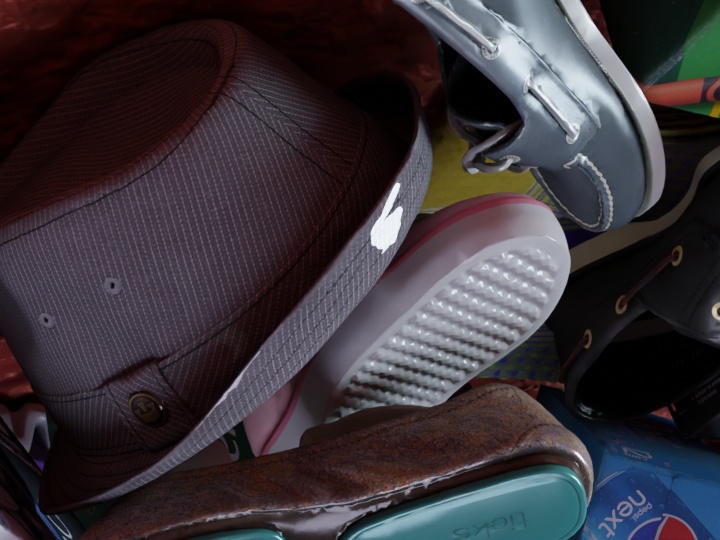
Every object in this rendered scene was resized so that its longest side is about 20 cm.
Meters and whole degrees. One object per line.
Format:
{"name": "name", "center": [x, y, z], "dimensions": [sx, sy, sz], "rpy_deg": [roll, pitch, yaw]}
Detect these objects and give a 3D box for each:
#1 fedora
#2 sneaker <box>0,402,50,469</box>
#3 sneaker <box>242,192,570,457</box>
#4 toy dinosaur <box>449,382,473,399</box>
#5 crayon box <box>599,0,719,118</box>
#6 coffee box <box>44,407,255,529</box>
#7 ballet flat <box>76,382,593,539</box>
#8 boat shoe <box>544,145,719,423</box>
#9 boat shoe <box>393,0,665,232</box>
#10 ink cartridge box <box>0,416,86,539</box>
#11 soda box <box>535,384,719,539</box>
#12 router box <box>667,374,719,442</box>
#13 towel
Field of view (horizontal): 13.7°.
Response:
{"name": "fedora", "center": [-0.070, -0.015, 0.986], "dimensions": [0.090, 0.177, 0.200], "rpy_deg": [42, 144, -19]}
{"name": "sneaker", "center": [-0.198, 0.100, 1.169], "dimensions": [0.200, 0.089, 0.081], "rpy_deg": [4, 148, -22]}
{"name": "sneaker", "center": [0.000, 0.000, 1.044], "dimensions": [0.075, 0.105, 0.200], "rpy_deg": [-9, 157, -26]}
{"name": "toy dinosaur", "center": [0.026, 0.108, 1.160], "dimensions": [0.047, 0.200, 0.088], "rpy_deg": [-38, 99, 20]}
{"name": "crayon box", "center": [0.187, -0.118, 0.974], "dimensions": [0.127, 0.051, 0.200], "rpy_deg": [9, 143, -31]}
{"name": "coffee box", "center": [-0.034, 0.098, 1.190], "dimensions": [0.200, 0.123, 0.044], "rpy_deg": [20, 139, -40]}
{"name": "ballet flat", "center": [-0.023, 0.082, 0.992], "dimensions": [0.200, 0.067, 0.068], "rpy_deg": [-12, 131, -12]}
{"name": "boat shoe", "center": [0.137, -0.002, 1.066], "dimensions": [0.074, 0.063, 0.201], "rpy_deg": [9, 153, -29]}
{"name": "boat shoe", "center": [0.043, -0.066, 0.973], "dimensions": [0.062, 0.073, 0.200], "rpy_deg": [-47, 143, -12]}
{"name": "ink cartridge box", "center": [-0.167, 0.051, 1.025], "dimensions": [0.043, 0.200, 0.198], "rpy_deg": [-45, 147, 0]}
{"name": "soda box", "center": [0.102, 0.095, 1.162], "dimensions": [0.064, 0.068, 0.200], "rpy_deg": [15, -176, -4]}
{"name": "router box", "center": [0.226, -0.005, 1.144], "dimensions": [0.150, 0.062, 0.200], "rpy_deg": [2, 149, -38]}
{"name": "towel", "center": [0.066, -0.008, 1.146], "dimensions": [0.143, 0.023, 0.200], "rpy_deg": [2, 147, -24]}
